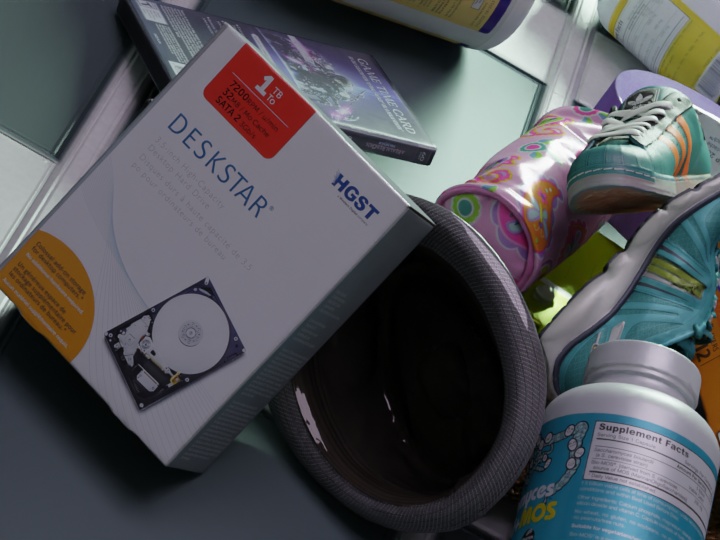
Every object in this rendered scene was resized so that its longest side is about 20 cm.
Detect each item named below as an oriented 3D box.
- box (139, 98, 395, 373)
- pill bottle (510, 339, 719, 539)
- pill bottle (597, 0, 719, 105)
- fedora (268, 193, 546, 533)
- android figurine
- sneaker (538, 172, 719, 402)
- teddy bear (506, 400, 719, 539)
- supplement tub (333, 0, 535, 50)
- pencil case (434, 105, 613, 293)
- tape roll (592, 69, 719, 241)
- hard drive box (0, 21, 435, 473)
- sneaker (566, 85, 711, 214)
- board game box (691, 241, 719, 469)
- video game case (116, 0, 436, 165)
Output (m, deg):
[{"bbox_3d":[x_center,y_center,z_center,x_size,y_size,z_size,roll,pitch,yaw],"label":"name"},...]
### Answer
[{"bbox_3d":[-0.064,-0.017,1.573,0.143,0.036,0.201,12,40,-26],"label":"box"},{"bbox_3d":[0.145,0.143,1.429,0.110,0.111,0.201,23,60,-12],"label":"pill bottle"},{"bbox_3d":[0.260,-0.208,1.967,0.200,0.112,0.112,45,38,16],"label":"pill bottle"},{"bbox_3d":[0.036,0.055,1.468,0.201,0.177,0.090,57,22,16],"label":"fedora"},{"bbox_3d":[0.149,0.016,1.690,0.181,0.041,0.200,34,34,1],"label":"android figurine"},{"bbox_3d":[0.191,0.016,1.546,0.080,0.078,0.200,41,82,13],"label":"sneaker"},{"bbox_3d":[0.140,0.124,1.550,0.199,0.067,0.145,7,37,-21],"label":"teddy bear"},{"bbox_3d":[0.030,-0.258,1.824,0.199,0.146,0.146,17,39,-21],"label":"supplement tub"},{"bbox_3d":[0.114,-0.046,1.631,0.087,0.088,0.200,38,33,8],"label":"pencil case"},{"bbox_3d":[0.248,-0.057,1.792,0.199,0.066,0.200,30,24,-15],"label":"tape roll"},{"bbox_3d":[-0.084,-0.011,1.406,0.156,0.200,0.077,44,3,15],"label":"hard drive box"},{"bbox_3d":[0.177,-0.079,1.601,0.200,0.071,0.081,-2,85,-68],"label":"sneaker"},{"bbox_3d":[0.340,0.067,1.579,0.200,0.199,0.201,46,24,-38],"label":"board game box"},{"bbox_3d":[-0.058,-0.131,1.691,0.199,0.019,0.143,13,26,-28],"label":"video game case"}]
